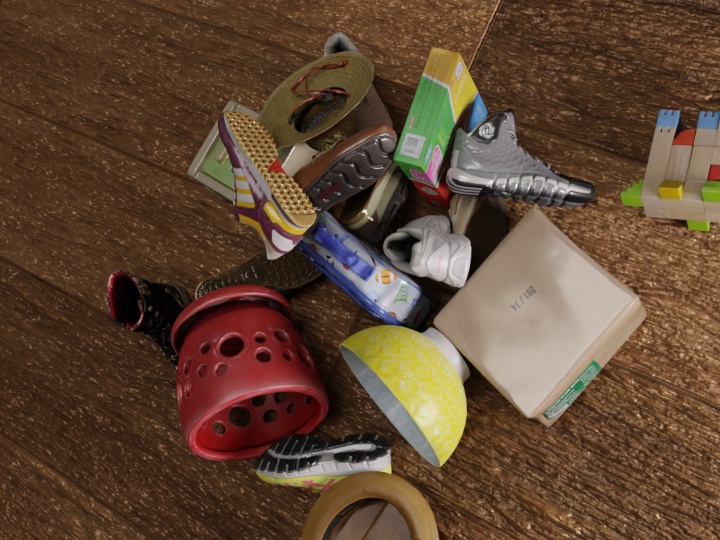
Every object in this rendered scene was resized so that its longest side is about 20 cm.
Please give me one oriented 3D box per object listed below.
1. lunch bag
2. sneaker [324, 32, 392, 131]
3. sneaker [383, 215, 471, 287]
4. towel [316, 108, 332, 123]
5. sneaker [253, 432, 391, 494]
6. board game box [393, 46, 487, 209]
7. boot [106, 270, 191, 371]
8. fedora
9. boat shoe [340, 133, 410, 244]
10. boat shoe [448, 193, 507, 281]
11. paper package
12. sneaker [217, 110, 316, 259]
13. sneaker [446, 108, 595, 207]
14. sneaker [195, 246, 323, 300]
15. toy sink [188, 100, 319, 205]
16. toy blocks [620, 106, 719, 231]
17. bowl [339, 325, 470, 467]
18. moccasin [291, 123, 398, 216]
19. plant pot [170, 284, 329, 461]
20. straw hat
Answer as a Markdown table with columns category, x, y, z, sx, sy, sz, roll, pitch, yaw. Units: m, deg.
| category | x | y | z | sx | sy | sz | roll | pitch | yaw |
| --- | --- | --- | --- | --- | --- | --- | --- | --- | --- |
| lunch bag | 0.000 | 0.000 | 1.382 | 0.199 | 0.160 | 0.076 | 39 | 93 | 29 |
| sneaker | -0.015 | -0.259 | 1.472 | 0.077 | 0.100 | 0.201 | -24 | 56 | -1 |
| sneaker | 0.073 | -0.036 | 1.349 | 0.098 | 0.200 | 0.079 | 9 | 97 | -15 |
| towel | -0.084 | -0.152 | 1.547 | 0.146 | 0.024 | 0.202 | 22 | 84 | 32 |
| sneaker | -0.048 | 0.274 | 1.370 | 0.197 | 0.091 | 0.078 | -3 | 31 | 22 |
| board game box | 0.109 | -0.181 | 1.356 | 0.040 | 0.200 | 0.155 | 17 | 83 | 20 |
| boot | -0.288 | 0.091 | 1.503 | 0.073 | 0.150 | 0.202 | -32 | 64 | 14 |
| fedora | 0.019 | 0.356 | 1.311 | 0.198 | 0.082 | 0.204 | -6 | 76 | 24 |
| boat shoe | 0.034 | -0.115 | 1.431 | 0.073 | 0.065 | 0.201 | -13 | 35 | 43 |
| boat shoe | 0.155 | -0.082 | 1.388 | 0.065 | 0.071 | 0.203 | 2 | 78 | 57 |
| paper package | 0.226 | 0.059 | 1.287 | 0.200 | 0.103 | 0.191 | -48 | 61 | 6 |
| sneaker | -0.139 | -0.110 | 1.302 | 0.090 | 0.074 | 0.201 | -45 | 64 | 31 |
| sneaker | 0.212 | -0.150 | 1.329 | 0.197 | 0.075 | 0.117 | 7 | 79 | -9 |
| sneaker | -0.146 | 0.016 | 1.501 | 0.198 | 0.090 | 0.068 | -20 | 80 | -12 |
| toy sink | -0.165 | -0.160 | 1.514 | 0.199 | 0.112 | 0.131 | 32 | 88 | 33 |
| toy blocks | 0.432 | -0.132 | 1.255 | 0.198 | 0.100 | 0.138 | 8 | 68 | 28 |
| bowl | 0.074 | 0.136 | 1.303 | 0.107 | 0.201 | 0.200 | -39 | 60 | -11 |
| moccasin | -0.033 | -0.128 | 1.320 | 0.201 | 0.073 | 0.078 | -38 | 41 | 35 |
| plant pot | -0.158 | 0.136 | 1.407 | 0.199 | 0.200 | 0.184 | -30 | 55 | 15 |
| straw hat | -0.044 | -0.203 | 1.393 | 0.199 | 0.085 | 0.202 | -22 | 37 | 17 |
